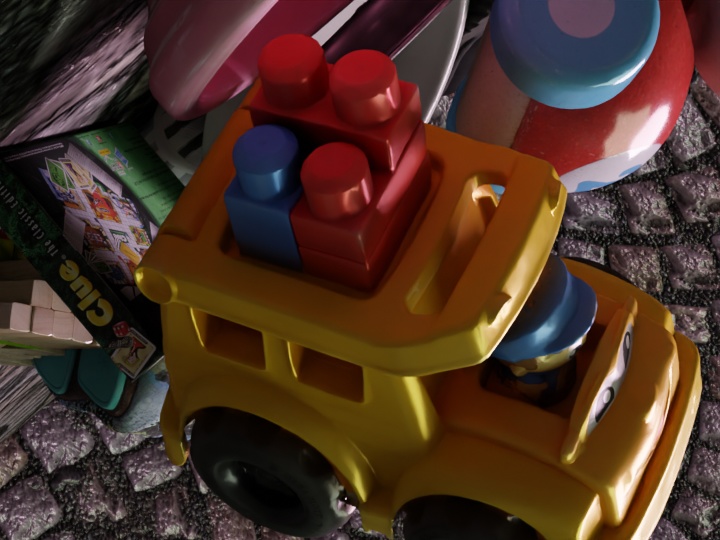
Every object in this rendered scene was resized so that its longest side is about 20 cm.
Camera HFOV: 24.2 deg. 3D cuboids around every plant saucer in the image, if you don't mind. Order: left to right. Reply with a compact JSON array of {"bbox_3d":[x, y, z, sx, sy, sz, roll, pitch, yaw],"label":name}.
[{"bbox_3d":[-0.005,-0.135,0.580,0.200,0.051,0.201,-41,-178,2],"label":"plant saucer"}]

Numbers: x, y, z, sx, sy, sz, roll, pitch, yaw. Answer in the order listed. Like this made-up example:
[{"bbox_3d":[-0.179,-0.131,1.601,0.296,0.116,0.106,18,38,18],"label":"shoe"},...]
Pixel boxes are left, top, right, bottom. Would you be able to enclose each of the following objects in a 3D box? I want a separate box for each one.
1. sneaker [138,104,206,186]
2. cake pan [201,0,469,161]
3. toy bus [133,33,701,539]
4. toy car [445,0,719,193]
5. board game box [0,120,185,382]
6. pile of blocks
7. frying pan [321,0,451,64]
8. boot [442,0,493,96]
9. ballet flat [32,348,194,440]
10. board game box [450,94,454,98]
[{"bbox_3d":[-0.077,-0.078,0.946,0.115,0.075,0.199,-35,175,35],"label":"sneaker"},{"bbox_3d":[-0.013,-0.095,0.854,0.200,0.037,0.201,-47,156,-29],"label":"cake pan"},{"bbox_3d":[0.021,0.007,0.605,0.193,0.198,0.136,83,31,-51],"label":"toy bus"},{"bbox_3d":[0.153,-0.098,0.696,0.184,0.198,0.179,107,3,-80],"label":"toy car"},{"bbox_3d":[-0.103,-0.016,0.751,0.023,0.105,0.200,-42,-179,11],"label":"board game box"},{"bbox_3d":[-0.175,0.007,0.795,0.200,0.081,0.063,165,-68,-64],"label":"pile of blocks"},{"bbox_3d":[0.012,-0.104,0.713,0.115,0.031,0.190,-44,-173,2],"label":"frying pan"},{"bbox_3d":[0.107,-0.171,0.983,0.156,0.080,0.211,-12,165,-23],"label":"boot"},{"bbox_3d":[-0.115,0.043,0.833,0.074,0.074,0.200,-42,-155,-9],"label":"ballet flat"},{"bbox_3d":[0.157,-0.227,1.684,0.097,0.200,0.159,-39,-177,42],"label":"board game box"}]
